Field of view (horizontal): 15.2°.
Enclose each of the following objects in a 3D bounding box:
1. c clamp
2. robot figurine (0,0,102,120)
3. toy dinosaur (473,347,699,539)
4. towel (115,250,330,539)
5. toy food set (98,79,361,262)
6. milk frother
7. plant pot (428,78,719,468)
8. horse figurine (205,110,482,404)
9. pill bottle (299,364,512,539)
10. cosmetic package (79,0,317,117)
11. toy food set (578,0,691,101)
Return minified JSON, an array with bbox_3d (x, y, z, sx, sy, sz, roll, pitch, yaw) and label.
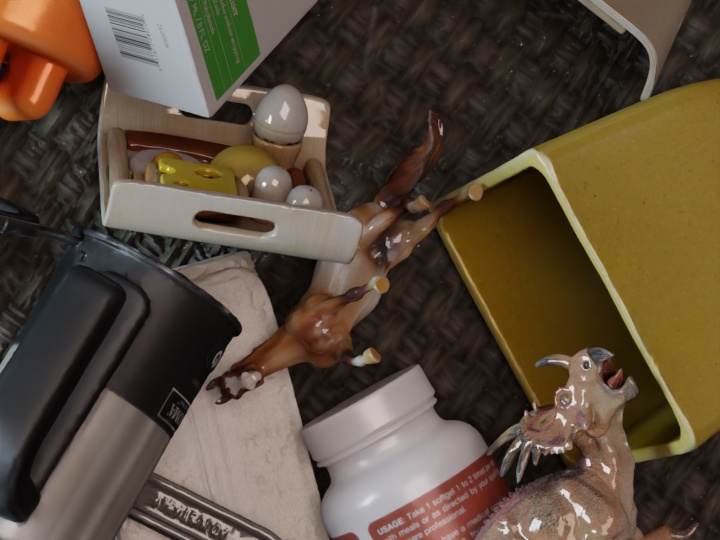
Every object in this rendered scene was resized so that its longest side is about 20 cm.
[{"bbox_3d":[-0.123,0.214,1.611,0.199,0.027,0.171,32,91,2],"label":"c clamp"},{"bbox_3d":[-0.188,-0.191,1.618,0.143,0.117,0.201,17,83,15],"label":"robot figurine"},{"bbox_3d":[0.106,0.149,1.556,0.135,0.086,0.200,42,90,4],"label":"toy dinosaur"},{"bbox_3d":[-0.102,0.096,1.652,0.132,0.034,0.201,-13,89,-10],"label":"towel"},{"bbox_3d":[-0.079,-0.069,1.588,0.143,0.200,0.061,8,111,-10],"label":"toy food set"},{"bbox_3d":[-0.207,0.056,1.554,0.199,0.181,0.189,23,76,29],"label":"milk frother"},{"bbox_3d":[0.195,-0.015,1.642,0.199,0.194,0.196,-30,91,-20],"label":"plant pot"},{"bbox_3d":[0.000,0.000,1.618,0.050,0.132,0.201,40,61,-18],"label":"horse figurine"},{"bbox_3d":[0.047,0.164,1.633,0.112,0.112,0.201,-29,91,-11],"label":"pill bottle"},{"bbox_3d":[-0.076,-0.198,1.598,0.084,0.108,0.200,17,52,32],"label":"cosmetic package"},{"bbox_3d":[0.120,-0.202,1.677,0.200,0.060,0.144,37,37,-5],"label":"toy food set"}]
